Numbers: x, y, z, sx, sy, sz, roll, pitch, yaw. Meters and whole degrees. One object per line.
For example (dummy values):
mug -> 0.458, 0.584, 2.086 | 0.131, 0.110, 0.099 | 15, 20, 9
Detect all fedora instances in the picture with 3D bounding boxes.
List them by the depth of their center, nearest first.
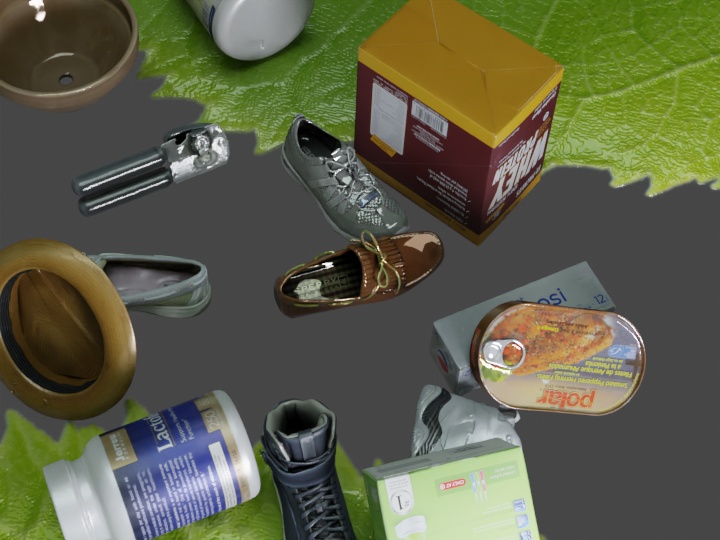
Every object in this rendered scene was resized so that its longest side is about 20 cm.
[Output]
fedora -> -0.313, 0.056, 1.439 | 0.198, 0.203, 0.082 | 19, 21, 10

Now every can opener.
can opener -> -0.251, -0.125, 1.617 | 0.198, 0.054, 0.067 | -23, 28, -16

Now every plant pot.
plant pot -> -0.369, -0.263, 1.668 | 0.197, 0.093, 0.203 | 0, 56, -1

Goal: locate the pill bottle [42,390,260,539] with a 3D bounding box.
pill bottle -> -0.209, 0.206, 1.349 | 0.198, 0.116, 0.117 | -20, 59, -15

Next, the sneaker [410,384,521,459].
sneaker -> 0.104, 0.212, 1.381 | 0.113, 0.076, 0.202 | 7, 53, 5

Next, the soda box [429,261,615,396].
soda box -> 0.177, 0.064, 1.489 | 0.198, 0.064, 0.069 | -22, 59, -15

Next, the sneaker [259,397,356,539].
sneaker -> -0.045, 0.223, 1.328 | 0.076, 0.147, 0.204 | -16, 60, -14

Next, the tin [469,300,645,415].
tin -> 0.209, 0.093, 1.437 | 0.197, 0.042, 0.114 | 8, 91, -19

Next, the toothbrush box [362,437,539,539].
toothbrush box -> 0.094, 0.275, 1.279 | 0.143, 0.086, 0.203 | -12, 90, -10

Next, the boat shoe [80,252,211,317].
boat shoe -> -0.267, 0.011, 1.507 | 0.199, 0.065, 0.075 | 5, 56, 2

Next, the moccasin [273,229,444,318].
moccasin -> 0.000, -0.002, 1.509 | 0.198, 0.078, 0.075 | -11, 81, -9

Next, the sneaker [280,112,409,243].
sneaker -> -0.024, -0.105, 1.582 | 0.199, 0.082, 0.075 | 39, 63, 21

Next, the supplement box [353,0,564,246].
supplement box -> 0.108, -0.178, 1.564 | 0.196, 0.201, 0.133 | 35, 61, 20

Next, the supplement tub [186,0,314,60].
supplement tub -> -0.163, -0.384, 1.725 | 0.144, 0.146, 0.201 | -25, 61, -18
